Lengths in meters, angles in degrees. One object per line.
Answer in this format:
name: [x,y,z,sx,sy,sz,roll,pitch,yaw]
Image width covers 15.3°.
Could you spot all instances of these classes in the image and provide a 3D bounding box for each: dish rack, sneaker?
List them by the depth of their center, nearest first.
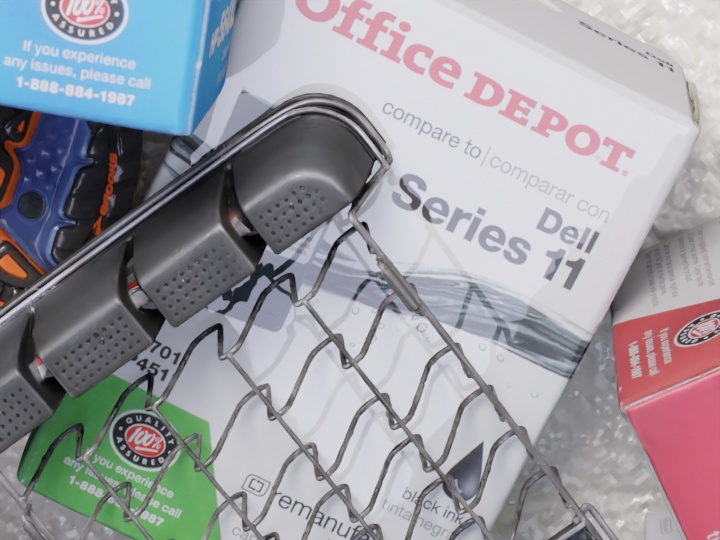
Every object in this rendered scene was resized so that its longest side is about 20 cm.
dish rack: [-0.012,0.069,0.795,0.153,0.055,0.200,-34,103,14]
sneaker: [-0.090,-0.087,0.835,0.075,0.078,0.201,26,89,-26]

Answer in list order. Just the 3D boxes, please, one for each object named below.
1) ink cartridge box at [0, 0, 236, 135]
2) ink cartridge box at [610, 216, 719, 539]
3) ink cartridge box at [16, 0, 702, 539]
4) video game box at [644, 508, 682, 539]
ink cartridge box: [-0.096,-0.151,0.724,0.145,0.084,0.201,11,104,3]
ink cartridge box: [0.181,0.013,0.803,0.199,0.147,0.083,-24,103,11]
ink cartridge box: [0.000,0.000,0.844,0.146,0.083,0.201,25,105,-3]
video game box: [0.204,0.157,0.892,0.181,0.047,0.201,-12,104,10]
